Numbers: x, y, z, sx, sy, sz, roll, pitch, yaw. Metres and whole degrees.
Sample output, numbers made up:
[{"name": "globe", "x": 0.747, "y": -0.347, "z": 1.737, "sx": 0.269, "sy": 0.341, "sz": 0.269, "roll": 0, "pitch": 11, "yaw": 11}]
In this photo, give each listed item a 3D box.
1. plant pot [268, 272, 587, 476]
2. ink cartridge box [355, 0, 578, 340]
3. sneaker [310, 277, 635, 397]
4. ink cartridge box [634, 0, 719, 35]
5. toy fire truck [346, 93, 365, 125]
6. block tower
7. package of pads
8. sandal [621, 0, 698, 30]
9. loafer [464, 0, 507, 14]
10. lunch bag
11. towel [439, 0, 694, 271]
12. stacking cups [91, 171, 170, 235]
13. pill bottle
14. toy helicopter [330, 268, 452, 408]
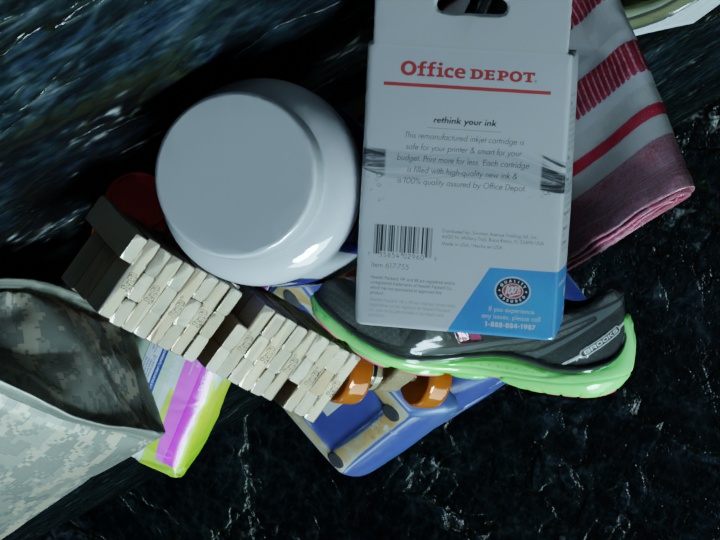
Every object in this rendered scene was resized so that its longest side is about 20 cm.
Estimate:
[{"name": "plant pot", "x": 0.023, "y": 0.036, "z": 1.489, "sx": 0.180, "sy": 0.200, "sz": 0.200, "roll": -38, "pitch": 177, "yaw": -34}, {"name": "ink cartridge box", "x": 0.062, "y": -0.068, "z": 1.082, "sx": 0.115, "sy": 0.201, "sz": 0.068, "roll": 5, "pitch": -172, "yaw": 10}, {"name": "sneaker", "x": 0.069, "y": 0.023, "z": 1.163, "sx": 0.199, "sy": 0.084, "sz": 0.077, "roll": 7, "pitch": -172, "yaw": 8}, {"name": "ink cartridge box", "x": 0.257, "y": -0.234, "z": 1.420, "sx": 0.162, "sy": 0.057, "sz": 0.200, "roll": -35, "pitch": 168, "yaw": 36}, {"name": "toy fire truck", "x": 0.097, "y": -0.096, "z": 1.362, "sx": 0.200, "sy": 0.176, "sz": 0.129, "roll": -46, "pitch": -177, "yaw": -12}, {"name": "block tower", "x": -0.091, "y": 0.027, "z": 1.160, "sx": 0.200, "sy": 0.054, "sz": 0.058, "roll": 33, "pitch": 95, "yaw": -42}, {"name": "package of pads", "x": -0.110, "y": 0.041, "z": 1.316, "sx": 0.200, "sy": 0.068, "sz": 0.155, "roll": -69, "pitch": -178, "yaw": -73}, {"name": "sandal", "x": 0.161, "y": -0.191, "z": 1.267, "sx": 0.200, "sy": 0.058, "sz": 0.080, "roll": -10, "pitch": -162, "yaw": 26}, {"name": "loafer", "x": 0.091, "y": -0.137, "z": 1.149, "sx": 0.200, "sy": 0.072, "sz": 0.073, "roll": -55, "pitch": 179, "yaw": 18}, {"name": "lunch bag", "x": -0.251, "y": 0.079, "z": 1.165, "sx": 0.164, "sy": 0.118, "sz": 0.200, "roll": -33, "pitch": 151, "yaw": 24}, {"name": "towel", "x": 0.117, "y": -0.105, "z": 1.175, "sx": 0.023, "sy": 0.201, "sz": 0.144, "roll": -1, "pitch": 156, "yaw": -43}, {"name": "stacking cups", "x": -0.150, "y": -0.020, "z": 1.240, "sx": 0.060, "sy": 0.061, "sz": 0.200, "roll": -30, "pitch": 170, "yaw": -19}, {"name": "pill bottle", "x": -0.052, "y": -0.050, "z": 1.121, "sx": 0.119, "sy": 0.120, "sz": 0.200, "roll": -32, "pitch": 175, "yaw": 6}, {"name": "toy helicopter", "x": 0.000, "y": 0.000, "z": 1.295, "sx": 0.079, "sy": 0.133, "sz": 0.200, "roll": 5, "pitch": -159, "yaw": -28}]
